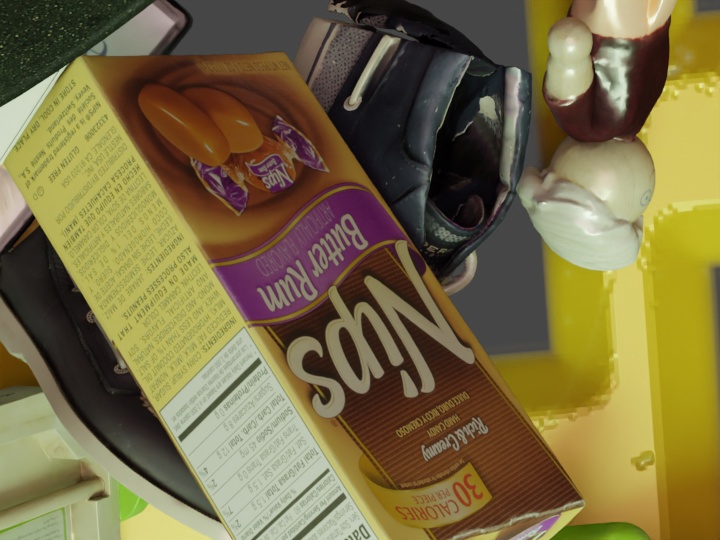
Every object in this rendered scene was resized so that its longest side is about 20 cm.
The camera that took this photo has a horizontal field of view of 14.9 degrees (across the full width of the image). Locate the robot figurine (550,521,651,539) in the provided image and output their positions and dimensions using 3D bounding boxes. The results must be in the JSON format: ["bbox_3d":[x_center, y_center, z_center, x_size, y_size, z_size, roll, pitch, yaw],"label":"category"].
[{"bbox_3d":[0.099,0.181,1.032,0.198,0.116,0.177,-11,88,-1],"label":"robot figurine"}]

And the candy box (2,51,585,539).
[{"bbox_3d":[-0.023,0.019,0.921,0.056,0.116,0.201,-43,71,30],"label":"candy box"}]

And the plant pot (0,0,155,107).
[{"bbox_3d":[-0.175,-0.140,0.824,0.199,0.201,0.178,13,128,-45],"label":"plant pot"}]

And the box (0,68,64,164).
[{"bbox_3d":[-0.149,-0.135,0.943,0.036,0.200,0.145,25,104,-47],"label":"box"}]

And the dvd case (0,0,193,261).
[{"bbox_3d":[-0.178,-0.063,1.034,0.142,0.018,0.200,39,93,-6],"label":"dvd case"}]

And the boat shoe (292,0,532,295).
[{"bbox_3d":[0.000,0.000,1.006,0.074,0.093,0.201,10,97,-34],"label":"boat shoe"}]

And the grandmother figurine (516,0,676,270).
[{"bbox_3d":[0.096,-0.091,1.004,0.060,0.121,0.201,22,120,27],"label":"grandmother figurine"}]

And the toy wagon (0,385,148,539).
[{"bbox_3d":[-0.129,0.147,1.001,0.039,0.155,0.202,2,99,30],"label":"toy wagon"}]

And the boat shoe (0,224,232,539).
[{"bbox_3d":[-0.071,0.034,0.972,0.072,0.200,0.063,29,99,-42],"label":"boat shoe"}]
